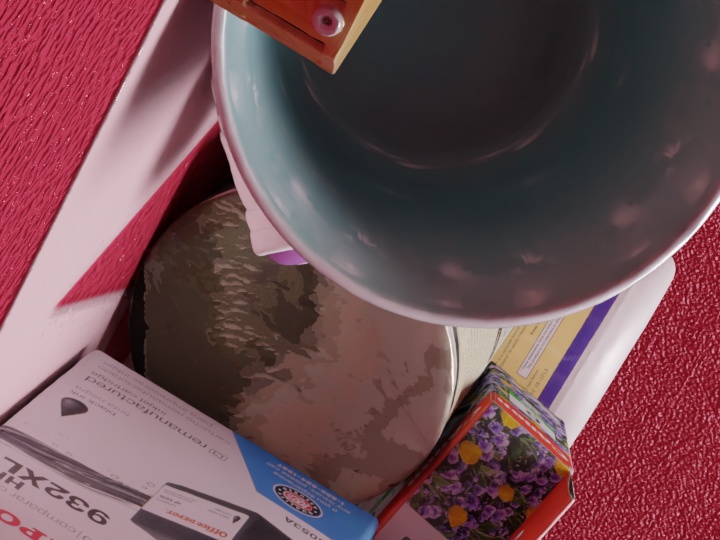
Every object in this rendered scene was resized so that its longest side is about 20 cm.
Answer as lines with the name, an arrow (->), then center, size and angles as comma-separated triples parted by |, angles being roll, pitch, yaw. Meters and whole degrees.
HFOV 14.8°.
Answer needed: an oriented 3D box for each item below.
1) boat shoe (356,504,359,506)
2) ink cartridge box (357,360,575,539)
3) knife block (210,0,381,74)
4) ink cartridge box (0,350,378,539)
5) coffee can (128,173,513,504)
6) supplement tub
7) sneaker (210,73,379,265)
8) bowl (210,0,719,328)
boat shoe -> -0.048, 0.094, 1.271 | 0.066, 0.199, 0.075 | -6, -90, 57
ink cartridge box -> 0.039, 0.105, 1.202 | 0.109, 0.050, 0.200 | -48, -178, 6
knife block -> 0.029, -0.183, 0.896 | 0.200, 0.064, 0.176 | -62, 174, 32
ink cartridge box -> -0.093, 0.124, 1.075 | 0.084, 0.145, 0.200 | -60, 175, 20
coffee can -> 0.000, 0.000, 1.245 | 0.147, 0.146, 0.200 | -61, 175, 26
supplement tub -> 0.065, 0.003, 1.608 | 0.146, 0.200, 0.145 | -57, 175, -7
sneaker -> 0.021, -0.082, 1.113 | 0.075, 0.100, 0.200 | -13, -165, 47
bowl -> 0.038, -0.088, 1.005 | 0.201, 0.200, 0.105 | -59, -165, 4
